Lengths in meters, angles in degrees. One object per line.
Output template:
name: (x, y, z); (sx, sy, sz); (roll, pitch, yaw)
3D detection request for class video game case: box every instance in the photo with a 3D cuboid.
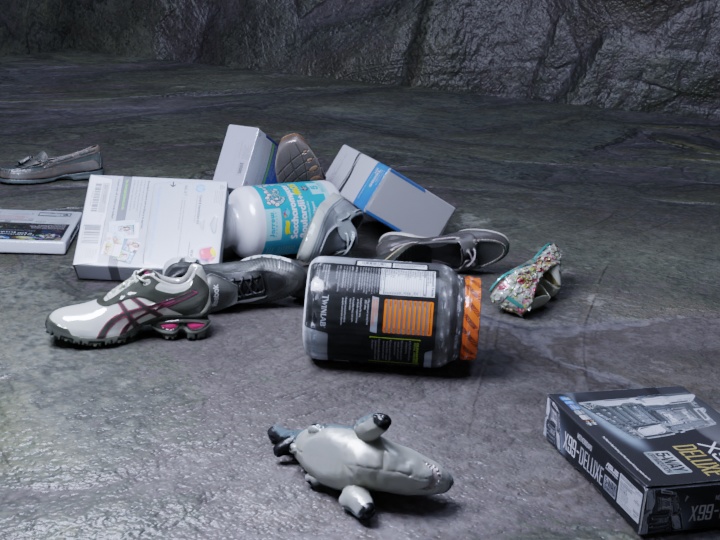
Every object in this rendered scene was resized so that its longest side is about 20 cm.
video game case: (-0.546, -0.062, 1.696); (0.200, 0.023, 0.182); (2, 17, -6)

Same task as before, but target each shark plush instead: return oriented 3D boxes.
shark plush: (-0.015, 0.180, 1.006); (0.200, 0.091, 0.083); (-9, -15, 41)

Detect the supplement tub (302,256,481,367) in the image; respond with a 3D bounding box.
supplement tub: (0.037, 0.049, 1.271); (0.200, 0.123, 0.123); (5, 17, 3)

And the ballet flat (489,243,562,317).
ballet flat: (0.243, 0.018, 1.525); (0.064, 0.076, 0.200); (42, 35, 13)

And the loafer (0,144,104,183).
loafer: (-0.587, -0.204, 2.070); (0.200, 0.063, 0.072); (-8, 20, -31)

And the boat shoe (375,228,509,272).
boat shoe: (0.122, -0.022, 1.623); (0.200, 0.067, 0.057); (0, 33, 5)

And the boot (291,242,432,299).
boot: (0.000, 0.000, 1.513); (0.138, 0.078, 0.200); (8, 16, 32)

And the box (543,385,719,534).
box: (0.287, 0.174, 1.036); (0.157, 0.050, 0.200); (-2, 18, -15)

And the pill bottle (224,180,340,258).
pill bottle: (-0.131, -0.077, 1.664); (0.200, 0.111, 0.111); (-8, 20, -29)

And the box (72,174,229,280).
box: (-0.293, -0.059, 1.548); (0.200, 0.041, 0.156); (2, 59, 0)

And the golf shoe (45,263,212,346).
golf shoe: (-0.279, 0.039, 1.314); (0.200, 0.088, 0.077); (-5, 21, -21)

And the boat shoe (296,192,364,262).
boat shoe: (-0.035, -0.056, 1.552); (0.071, 0.070, 0.201); (25, 24, 2)

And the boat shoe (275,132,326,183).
boat shoe: (-0.092, -0.149, 1.765); (0.076, 0.200, 0.072); (-13, 47, 3)

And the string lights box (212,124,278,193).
string lights box: (-0.155, -0.150, 1.770); (0.059, 0.103, 0.200); (11, -11, 25)

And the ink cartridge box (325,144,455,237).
ink cartridge box: (0.042, -0.123, 1.794); (0.145, 0.084, 0.200); (29, 4, -28)

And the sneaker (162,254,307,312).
sneaker: (-0.171, 0.021, 1.428); (0.200, 0.067, 0.091); (1, 20, 6)
